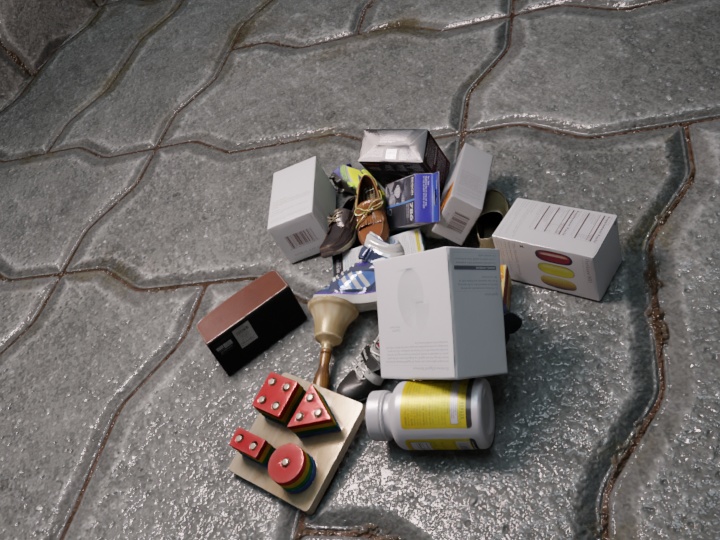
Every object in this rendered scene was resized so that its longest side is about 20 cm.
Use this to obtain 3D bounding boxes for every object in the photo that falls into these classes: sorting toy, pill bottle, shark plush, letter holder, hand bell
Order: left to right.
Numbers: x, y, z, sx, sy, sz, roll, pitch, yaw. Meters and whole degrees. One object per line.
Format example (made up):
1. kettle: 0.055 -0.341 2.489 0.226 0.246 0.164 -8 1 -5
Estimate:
1. letter holder: -0.235 0.089 1.593 0.199 0.101 0.142 -35 40 -10
2. sorting toy: -0.121 0.282 1.339 0.196 0.070 0.202 14 64 37
3. hand bell: -0.067 0.161 1.460 0.102 0.104 0.203 -4 58 23
4. pill bottle: 0.112 0.234 1.258 0.196 0.112 0.113 -6 45 21
5. shark plush: 0.170 -0.110 1.614 0.082 0.093 0.200 -8 26 -29

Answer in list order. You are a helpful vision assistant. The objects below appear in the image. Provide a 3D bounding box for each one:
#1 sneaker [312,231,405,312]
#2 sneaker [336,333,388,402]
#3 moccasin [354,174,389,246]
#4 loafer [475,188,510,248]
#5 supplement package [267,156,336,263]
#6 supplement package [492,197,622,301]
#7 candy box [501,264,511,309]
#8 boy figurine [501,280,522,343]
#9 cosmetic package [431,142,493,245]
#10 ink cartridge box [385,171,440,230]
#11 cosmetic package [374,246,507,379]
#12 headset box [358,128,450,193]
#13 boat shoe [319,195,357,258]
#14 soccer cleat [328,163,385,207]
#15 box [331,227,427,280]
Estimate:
1. sneaker: 0.000 0.000 1.528 0.196 0.080 0.150 -5 70 27
2. sneaker: 0.031 0.157 1.398 0.199 0.089 0.074 -36 43 -8
3. moccasin: 0.022 -0.124 1.619 0.072 0.078 0.204 -12 45 17
4. loafer: 0.267 -0.100 1.548 0.075 0.068 0.202 -12 44 15
5. supplement package: -0.129 -0.138 1.747 0.115 0.118 0.202 -19 41 18
6. supplement package: 0.359 -0.042 1.407 0.198 0.115 0.110 15 54 38
7. candy box: 0.178 0.056 1.444 0.196 0.056 0.117 -4 48 22
8. boy figurine: 0.193 0.051 1.356 0.125 0.064 0.200 -55 41 14
9. cosmetic package: 0.210 -0.159 1.576 0.070 0.102 0.201 24 41 -2
10. ink cartridge box: 0.103 -0.140 1.585 0.038 0.102 0.199 0 -4 -22
11. cosmetic package: 0.129 0.075 1.279 0.198 0.121 0.205 -9 81 55
12. headset box: 0.100 -0.228 1.656 0.146 0.200 0.077 5 77 24
13. boat shoe: -0.044 -0.095 1.662 0.073 0.074 0.201 -18 21 31
14. soccer cleat: 0.007 -0.201 1.787 0.083 0.065 0.199 -39 42 -18
15. box: 0.040 -0.017 1.594 0.196 0.050 0.083 -17 41 11
